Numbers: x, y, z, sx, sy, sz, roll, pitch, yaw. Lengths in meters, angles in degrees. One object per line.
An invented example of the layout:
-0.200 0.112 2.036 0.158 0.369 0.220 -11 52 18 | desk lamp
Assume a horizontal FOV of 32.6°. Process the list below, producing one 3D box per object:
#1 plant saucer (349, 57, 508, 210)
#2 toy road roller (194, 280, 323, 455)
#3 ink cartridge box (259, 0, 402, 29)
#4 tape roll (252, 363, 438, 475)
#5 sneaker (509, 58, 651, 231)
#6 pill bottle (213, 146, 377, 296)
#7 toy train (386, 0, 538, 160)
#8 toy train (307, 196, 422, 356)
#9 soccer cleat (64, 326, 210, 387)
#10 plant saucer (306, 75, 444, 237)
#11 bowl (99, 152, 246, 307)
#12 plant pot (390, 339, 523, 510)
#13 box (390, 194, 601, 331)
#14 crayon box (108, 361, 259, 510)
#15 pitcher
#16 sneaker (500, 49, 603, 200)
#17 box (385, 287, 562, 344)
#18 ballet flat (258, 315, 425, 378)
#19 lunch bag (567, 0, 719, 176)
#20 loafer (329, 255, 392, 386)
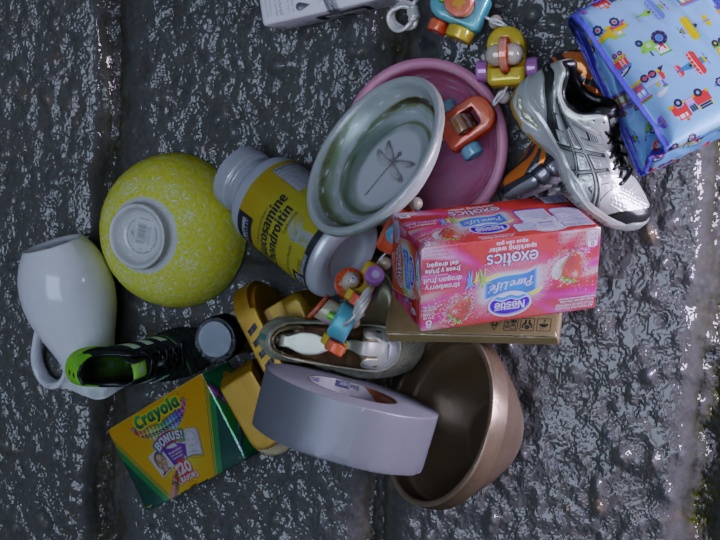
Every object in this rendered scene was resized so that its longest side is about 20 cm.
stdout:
0.077 -0.143 1.434 0.198 0.051 0.203 1 92 18 | plant saucer
-0.093 0.107 1.490 0.145 0.123 0.201 -29 85 19 | toy road roller
-0.022 -0.361 1.443 0.198 0.068 0.117 -9 93 20 | ink cartridge box
-0.017 0.162 1.357 0.198 0.200 0.067 17 94 18 | tape roll
0.245 -0.130 1.280 0.200 0.076 0.088 48 131 -6 | sneaker
-0.082 -0.065 1.462 0.199 0.112 0.113 37 107 30 | pill bottle
0.109 -0.233 1.358 0.149 0.056 0.201 -28 81 12 | toy train
0.000 0.000 1.359 0.055 0.201 0.151 28 133 2 | toy train
-0.266 0.115 1.533 0.198 0.081 0.068 -9 102 -21 | soccer cleat
0.026 -0.117 1.355 0.199 0.050 0.202 -31 41 31 | plant saucer
-0.253 -0.047 1.541 0.198 0.108 0.203 2 96 20 | bowl
0.121 0.179 1.413 0.200 0.092 0.203 -36 44 44 | plant pot
0.138 -0.010 1.278 0.198 0.100 0.096 -7 115 -14 | box
-0.219 0.211 1.559 0.199 0.058 0.120 -32 84 35 | crayon box
-0.389 0.062 1.607 0.170 0.121 0.202 -6 105 33 | pitcher
0.222 -0.171 1.378 0.199 0.078 0.113 -36 79 9 | sneaker
0.136 0.007 1.401 0.198 0.021 0.165 0 58 21 | box
-0.018 0.090 1.411 0.198 0.062 0.068 3 90 -9 | ballet flat
0.321 -0.228 1.294 0.149 0.094 0.201 -25 80 -10 | lunch bag
0.006 0.084 1.480 0.075 0.067 0.202 11 99 19 | loafer
